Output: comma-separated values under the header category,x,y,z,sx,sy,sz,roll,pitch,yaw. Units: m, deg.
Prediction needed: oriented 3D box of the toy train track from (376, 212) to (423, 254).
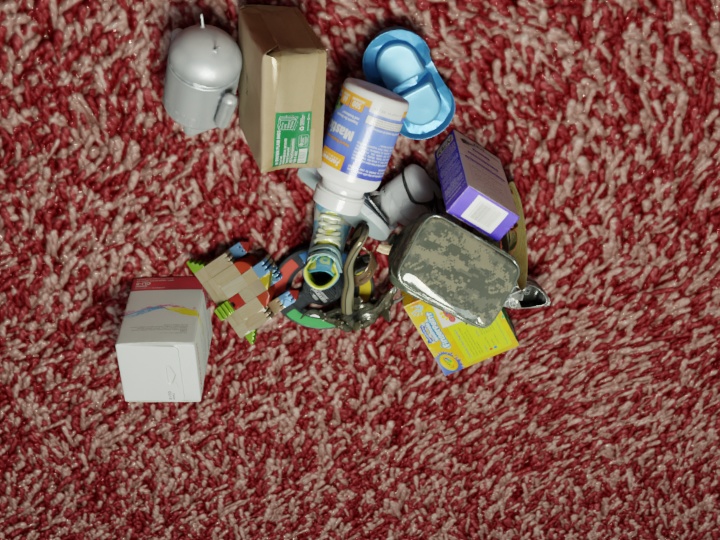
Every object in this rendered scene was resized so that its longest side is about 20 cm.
category,x,y,z,sx,sy,sz,roll,pitch,yaw
toy train track,0.096,-0.040,1.564,0.114,0.033,0.200,9,151,-10

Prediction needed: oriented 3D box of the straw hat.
category,x,y,z,sx,sy,sz,roll,pitch,yaw
straw hat,0.241,-0.060,1.549,0.085,0.202,0.202,-5,127,19

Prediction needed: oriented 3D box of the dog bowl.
category,x,y,z,sx,sy,sz,roll,pitch,yaw
dog bowl,0.079,-0.313,1.427,0.111,0.050,0.200,-25,124,14

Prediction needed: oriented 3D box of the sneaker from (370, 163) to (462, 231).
category,x,y,z,sx,sy,sz,roll,pitch,yaw
sneaker,0.102,-0.101,1.569,0.115,0.075,0.200,-24,131,25

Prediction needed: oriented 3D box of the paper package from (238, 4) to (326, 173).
category,x,y,z,sx,sy,sz,roll,pitch,yaw
paper package,-0.125,-0.282,1.344,0.103,0.191,0.201,-6,128,-17

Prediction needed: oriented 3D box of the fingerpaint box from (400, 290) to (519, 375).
category,x,y,z,sx,sy,sz,roll,pitch,yaw
fingerpaint box,0.196,0.089,1.705,0.166,0.074,0.200,-25,122,13

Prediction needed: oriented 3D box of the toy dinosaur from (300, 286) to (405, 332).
category,x,y,z,sx,sy,sz,roll,pitch,yaw
toy dinosaur,-0.016,0.090,1.648,0.199,0.077,0.102,-20,164,20

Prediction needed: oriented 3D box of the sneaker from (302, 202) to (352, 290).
category,x,y,z,sx,sy,sz,roll,pitch,yaw
sneaker,-0.054,-0.057,1.533,0.079,0.131,0.201,7,108,0

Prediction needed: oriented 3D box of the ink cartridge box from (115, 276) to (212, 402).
category,x,y,z,sx,sy,sz,roll,pitch,yaw
ink cartridge box,-0.364,0.128,1.624,0.144,0.200,0.146,-1,126,-3

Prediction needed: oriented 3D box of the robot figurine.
category,x,y,z,sx,sy,sz,roll,pitch,yaw
robot figurine,-0.248,-0.301,1.357,0.113,0.170,0.200,-31,161,-33

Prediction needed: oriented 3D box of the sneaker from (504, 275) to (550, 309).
category,x,y,z,sx,sy,sz,roll,pitch,yaw
sneaker,0.265,0.031,1.589,0.199,0.082,0.075,4,106,-30

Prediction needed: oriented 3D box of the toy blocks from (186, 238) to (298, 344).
category,x,y,z,sx,sy,sz,roll,pitch,yaw
toy blocks,-0.208,0.025,1.618,0.136,0.100,0.200,-32,99,15

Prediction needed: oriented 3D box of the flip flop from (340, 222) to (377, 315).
category,x,y,z,sx,sy,sz,roll,pitch,yaw
flip flop,0.000,0.000,1.522,0.057,0.081,0.201,11,129,3

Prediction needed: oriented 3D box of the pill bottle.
category,x,y,z,sx,sy,sz,roll,pitch,yaw
pill bottle,-0.007,-0.194,1.382,0.112,0.112,0.201,17,108,-15

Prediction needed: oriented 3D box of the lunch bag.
category,x,y,z,sx,sy,sz,roll,pitch,yaw
lunch bag,0.148,-0.003,1.447,0.199,0.168,0.140,28,93,-11

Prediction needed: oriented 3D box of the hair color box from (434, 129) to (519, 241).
category,x,y,z,sx,sy,sz,roll,pitch,yaw
hair color box,0.192,-0.146,1.459,0.109,0.200,0.065,29,121,-20

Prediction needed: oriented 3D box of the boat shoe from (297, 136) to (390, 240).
category,x,y,z,sx,sy,sz,roll,pitch,yaw
boat shoe,-0.009,-0.145,1.499,0.200,0.091,0.071,41,157,-17

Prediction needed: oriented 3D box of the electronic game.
category,x,y,z,sx,sy,sz,roll,pitch,yaw
electronic game,-0.073,0.033,1.670,0.199,0.042,0.201,-2,126,-2
